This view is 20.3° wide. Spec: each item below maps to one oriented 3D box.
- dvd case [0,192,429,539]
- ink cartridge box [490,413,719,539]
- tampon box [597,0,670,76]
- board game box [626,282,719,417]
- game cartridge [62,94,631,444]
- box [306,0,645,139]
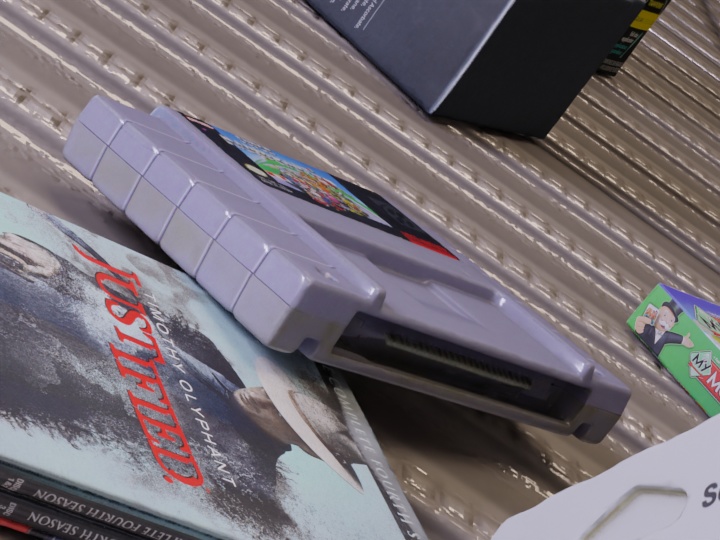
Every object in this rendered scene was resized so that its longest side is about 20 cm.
[{"bbox_3d":[-0.069,0.031,0.558,0.199,0.022,0.146,27,20,-34],"label":"dvd case"},{"bbox_3d":[0.139,0.123,0.498,0.199,0.146,0.083,31,54,-17],"label":"ink cartridge box"},{"bbox_3d":[0.177,-0.266,1.479,0.126,0.200,0.150,44,20,23],"label":"tampon box"},{"bbox_3d":[0.233,0.078,1.005,0.199,0.029,0.135,18,27,-46],"label":"board game box"},{"bbox_3d":[0.000,0.000,0.711,0.200,0.038,0.130,20,20,-51],"label":"game cartridge"},{"bbox_3d":[0.039,-0.182,1.159,0.200,0.107,0.148,44,19,25],"label":"box"}]
